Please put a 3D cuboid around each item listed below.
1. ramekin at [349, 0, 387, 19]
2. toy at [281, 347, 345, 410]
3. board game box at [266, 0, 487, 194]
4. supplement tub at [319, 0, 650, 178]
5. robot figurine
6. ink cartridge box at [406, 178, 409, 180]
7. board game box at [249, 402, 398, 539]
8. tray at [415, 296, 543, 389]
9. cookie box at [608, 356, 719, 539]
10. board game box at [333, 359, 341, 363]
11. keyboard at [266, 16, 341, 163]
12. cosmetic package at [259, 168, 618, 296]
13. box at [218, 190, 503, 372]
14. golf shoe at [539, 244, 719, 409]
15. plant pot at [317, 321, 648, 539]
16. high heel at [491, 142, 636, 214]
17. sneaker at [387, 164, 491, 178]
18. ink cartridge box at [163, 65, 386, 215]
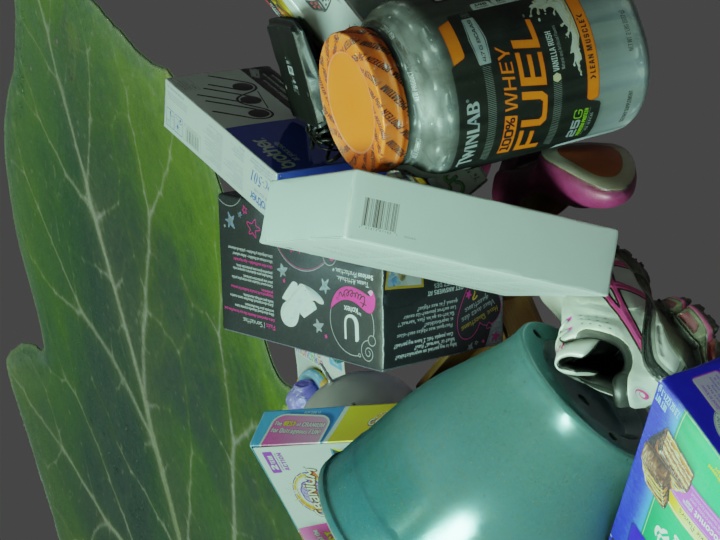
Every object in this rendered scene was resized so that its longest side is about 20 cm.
[{"bbox_3d":[0.028,-0.256,1.668,0.200,0.105,0.200,47,145,49],"label":"ramekin"},{"bbox_3d":[-0.049,0.161,2.186,0.115,0.047,0.200,26,128,59],"label":"toy"},{"bbox_3d":[0.008,-0.134,1.606,0.200,0.035,0.126,51,176,-8],"label":"board game box"},{"bbox_3d":[0.081,-0.132,1.500,0.123,0.200,0.123,47,146,48],"label":"supplement tub"},{"bbox_3d":[0.015,0.166,1.916,0.170,0.113,0.200,29,152,48],"label":"robot figurine"},{"bbox_3d":[0.013,-0.083,1.873,0.094,0.044,0.200,-21,85,67],"label":"ink cartridge box"},{"bbox_3d":[0.031,0.173,1.801,0.200,0.040,0.153,-5,130,26],"label":"board game box"},{"bbox_3d":[0.106,0.098,1.803,0.099,0.037,0.200,67,157,16],"label":"tray"},{"bbox_3d":[0.247,0.183,1.478,0.171,0.075,0.200,56,152,36],"label":"cookie box"},{"bbox_3d":[-0.038,-0.040,2.033,0.151,0.047,0.200,43,142,52],"label":"board game box"},{"bbox_3d":[-0.030,-0.136,1.618,0.200,0.040,0.104,-131,25,-80],"label":"keyboard"},{"bbox_3d":[0.052,-0.023,1.534,0.151,0.200,0.052,-6,73,65],"label":"cosmetic package"},{"bbox_3d":[0.000,0.000,1.739,0.200,0.132,0.115,14,108,48],"label":"box"},{"bbox_3d":[0.165,0.035,1.554,0.200,0.092,0.073,-141,39,-58],"label":"golf shoe"},{"bbox_3d":[0.104,0.145,1.602,0.188,0.200,0.200,-48,52,21],"label":"plant pot"},{"bbox_3d":[0.145,-0.046,1.579,0.200,0.067,0.096,-126,37,-71],"label":"high heel"},{"bbox_3d":[0.023,-0.104,1.760,0.200,0.081,0.088,33,123,37],"label":"sneaker"},{"bbox_3d":[-0.068,-0.099,1.721,0.200,0.094,0.044,42,134,51],"label":"ink cartridge box"}]
